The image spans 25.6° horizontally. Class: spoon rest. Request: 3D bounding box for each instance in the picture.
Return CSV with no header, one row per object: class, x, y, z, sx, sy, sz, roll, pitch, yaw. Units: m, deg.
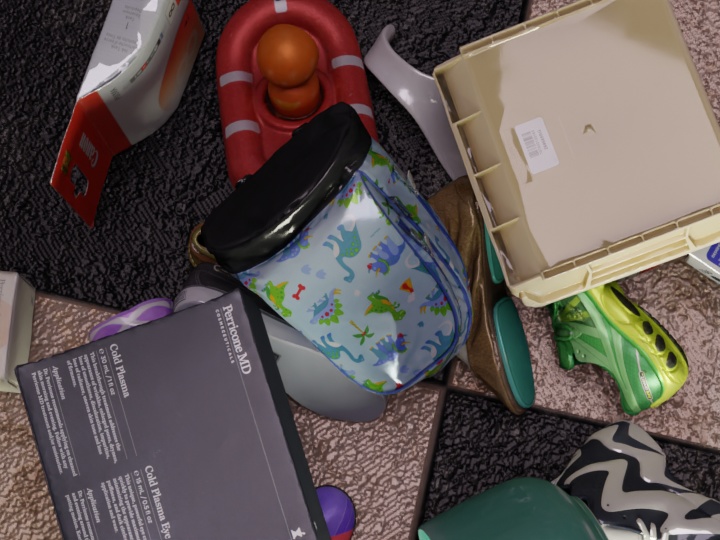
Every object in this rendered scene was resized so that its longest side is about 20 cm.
spoon rest,0.081,-0.133,1.353,0.199,0.061,0.100,39,111,10

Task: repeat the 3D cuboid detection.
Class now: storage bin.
storage bin,0.181,-0.099,1.250,0.196,0.094,0.202,-20,77,6

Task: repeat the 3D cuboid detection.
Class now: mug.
mug,0.127,0.236,1.149,0.113,0.186,0.153,-26,56,-8

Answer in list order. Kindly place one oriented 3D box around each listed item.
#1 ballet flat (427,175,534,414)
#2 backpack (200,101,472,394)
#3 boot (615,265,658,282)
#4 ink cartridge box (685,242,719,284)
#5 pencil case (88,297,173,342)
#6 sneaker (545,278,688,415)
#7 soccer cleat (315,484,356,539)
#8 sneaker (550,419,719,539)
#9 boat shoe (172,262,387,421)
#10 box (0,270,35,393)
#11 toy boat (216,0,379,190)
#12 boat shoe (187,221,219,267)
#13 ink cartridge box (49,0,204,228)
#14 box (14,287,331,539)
ballet flat,0.093,0.023,1.324,0.072,0.068,0.203,-11,94,25
backpack,0.000,0.000,1.246,0.163,0.200,0.154,-38,36,11
boot,0.241,-0.109,1.352,0.143,0.072,0.202,-24,87,-5
ink cartridge box,0.345,-0.019,1.316,0.199,0.039,0.100,32,85,-14
pencil case,-0.153,0.123,1.297,0.083,0.085,0.202,-24,81,10
sneaker,0.181,0.038,1.314,0.084,0.074,0.200,-49,67,19
soccer cleat,-0.080,0.252,1.278,0.200,0.073,0.068,-42,82,-7
sneaker,0.224,0.217,1.242,0.129,0.080,0.199,-27,64,-31
boat shoe,-0.062,0.055,1.315,0.198,0.070,0.067,26,44,-12
box,-0.377,0.044,1.316,0.197,0.078,0.096,3,78,1
toy boat,-0.056,-0.155,1.315,0.129,0.131,0.202,-9,59,-2
boat shoe,-0.046,-0.009,1.331,0.197,0.068,0.073,0,78,0
ink cartridge box,-0.188,-0.141,1.309,0.049,0.162,0.203,14,79,5
box,-0.138,0.142,1.197,0.180,0.104,0.202,-18,80,3
